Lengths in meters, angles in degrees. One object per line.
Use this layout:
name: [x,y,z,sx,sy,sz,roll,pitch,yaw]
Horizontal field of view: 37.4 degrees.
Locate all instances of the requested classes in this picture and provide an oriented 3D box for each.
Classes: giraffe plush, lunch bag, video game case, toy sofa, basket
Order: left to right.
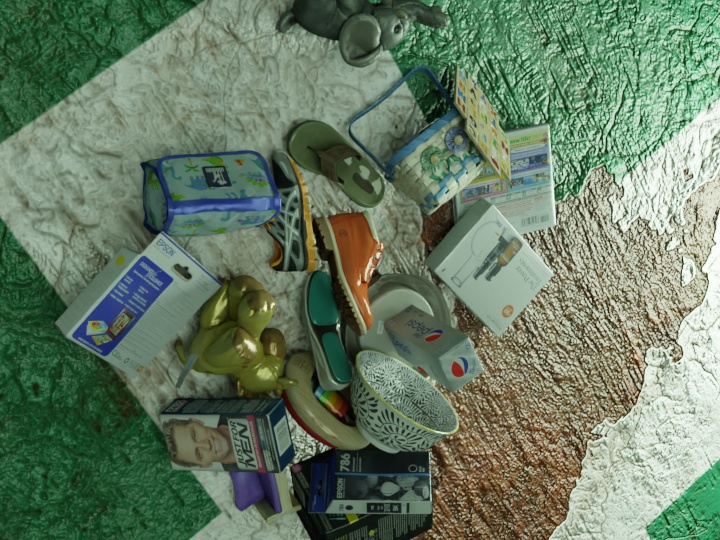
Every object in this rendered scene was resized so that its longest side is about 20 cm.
lunch bag: [-0.222,-0.107,1.551,0.167,0.200,0.130,-6,105,-21]
giraffe plush: [-0.175,0.128,1.659,0.161,0.172,0.201,35,91,-36]
toy sofa: [-0.169,0.306,1.733,0.096,0.083,0.204,-17,108,-20]
basket: [0.101,-0.211,1.718,0.176,0.139,0.200,-41,81,-12]
video game case: [0.248,-0.148,1.852,0.196,0.022,0.186,-13,107,-20]

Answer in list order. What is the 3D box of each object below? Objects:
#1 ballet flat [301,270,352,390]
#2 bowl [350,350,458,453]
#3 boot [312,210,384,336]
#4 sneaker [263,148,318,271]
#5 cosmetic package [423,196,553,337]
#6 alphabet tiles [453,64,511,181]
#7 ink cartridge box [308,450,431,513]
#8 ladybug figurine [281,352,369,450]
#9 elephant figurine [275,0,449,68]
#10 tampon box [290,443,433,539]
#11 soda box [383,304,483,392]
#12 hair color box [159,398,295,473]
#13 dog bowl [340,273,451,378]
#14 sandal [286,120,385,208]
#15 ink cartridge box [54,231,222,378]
ballet flat: [-0.065,0.102,1.726,0.068,0.070,0.204,-6,68,-22]
bowl: [0.052,0.228,1.702,0.199,0.201,0.095,26,107,-26]
boot: [0.000,0.000,1.709,0.105,0.075,0.204,-14,81,-17]
sneaker: [-0.118,-0.089,1.673,0.076,0.078,0.204,-12,105,-11]
cosmetic package: [0.223,-0.004,1.841,0.151,0.052,0.200,-47,121,1]
alphabet tiles: [0.199,-0.240,1.726,0.006,0.202,0.167,-27,118,24]
ink cartridge box: [0.015,0.336,1.692,0.196,0.101,0.040,-2,133,2]
ladybug figurine: [-0.063,0.220,1.746,0.200,0.136,0.072,45,125,-10]
elephant figurine: [0.006,-0.380,1.624,0.199,0.154,0.143,40,62,-17]
tampon box: [0.004,0.378,1.770,0.197,0.150,0.128,-21,136,-18]
soda box: [0.113,0.121,1.687,0.063,0.199,0.069,-33,114,-14]
hair color box: [-0.207,0.255,1.649,0.060,0.196,0.102,-41,124,-60]
dog bowl: [0.055,0.098,1.800,0.196,0.059,0.204,-5,103,-23]
sandal: [-0.030,-0.172,1.702,0.199,0.057,0.081,33,87,-26]
ink cartridge box: [-0.322,0.047,1.566,0.201,0.047,0.198,-49,150,-5]
